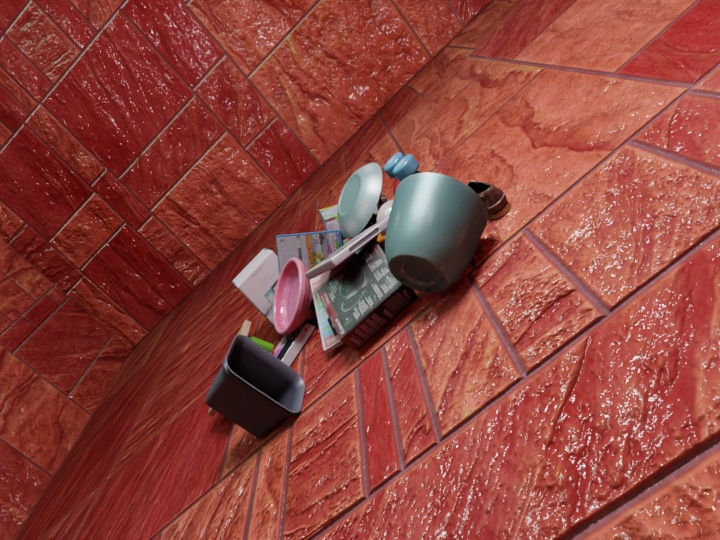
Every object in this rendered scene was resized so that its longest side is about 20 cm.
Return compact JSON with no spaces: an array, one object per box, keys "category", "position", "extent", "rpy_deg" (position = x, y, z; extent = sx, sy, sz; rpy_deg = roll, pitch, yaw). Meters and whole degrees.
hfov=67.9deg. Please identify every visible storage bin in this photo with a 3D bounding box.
[{"category":"storage bin","position":[-0.240,0.262,1.185],"extent":[0.135,0.198,0.147],"rpy_deg":[-45,17,22]}]

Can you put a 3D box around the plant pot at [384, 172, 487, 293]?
[{"category":"plant pot","position":[0.134,-0.059,1.043],"extent":[0.198,0.199,0.165],"rpy_deg":[-17,42,52]}]

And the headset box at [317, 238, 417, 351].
[{"category":"headset box","position":[0.004,0.058,1.157],"extent":[0.199,0.077,0.150],"rpy_deg":[-43,47,10]}]

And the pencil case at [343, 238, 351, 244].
[{"category":"pencil case","position":[-0.076,-0.020,1.529],"extent":[0.197,0.089,0.089],"rpy_deg":[-32,22,18]}]

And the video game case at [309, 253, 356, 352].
[{"category":"video game case","position":[-0.046,0.071,1.253],"extent":[0.141,0.017,0.205],"rpy_deg":[-32,52,20]}]

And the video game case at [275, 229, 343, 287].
[{"category":"video game case","position":[-0.138,-0.032,1.492],"extent":[0.193,0.149,0.018],"rpy_deg":[-4,6,15]}]

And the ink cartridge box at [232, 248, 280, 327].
[{"category":"ink cartridge box","position":[-0.259,0.061,1.598],"extent":[0.146,0.201,0.146],"rpy_deg":[-45,19,-11]}]

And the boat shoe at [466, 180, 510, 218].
[{"category":"boat shoe","position":[0.260,-0.168,1.178],"extent":[0.071,0.070,0.200],"rpy_deg":[-46,18,-3]}]

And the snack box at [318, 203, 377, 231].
[{"category":"snack box","position":[-0.023,-0.174,1.666],"extent":[0.194,0.070,0.169],"rpy_deg":[-19,19,-4]}]

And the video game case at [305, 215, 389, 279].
[{"category":"video game case","position":[-0.027,-0.049,1.221],"extent":[0.180,0.022,0.199],"rpy_deg":[-37,6,-23]}]

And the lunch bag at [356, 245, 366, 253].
[{"category":"lunch bag","position":[0.000,0.000,1.368],"extent":[0.161,0.082,0.201],"rpy_deg":[-45,18,9]}]

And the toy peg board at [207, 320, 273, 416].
[{"category":"toy peg board","position":[-0.313,0.275,1.420],"extent":[0.200,0.095,0.204],"rpy_deg":[130,156,-52]}]

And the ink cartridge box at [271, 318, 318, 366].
[{"category":"ink cartridge box","position":[-0.184,0.197,1.423],"extent":[0.094,0.037,0.202],"rpy_deg":[-18,32,55]}]

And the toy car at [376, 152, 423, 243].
[{"category":"toy car","position":[0.097,-0.144,1.296],"extent":[0.200,0.184,0.177],"rpy_deg":[-45,19,2]}]

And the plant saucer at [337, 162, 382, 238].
[{"category":"plant saucer","position":[-0.015,-0.185,1.361],"extent":[0.201,0.038,0.206],"rpy_deg":[-42,37,43]}]

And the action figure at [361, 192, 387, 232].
[{"category":"action figure","position":[0.021,-0.156,1.428],"extent":[0.117,0.103,0.201],"rpy_deg":[-33,10,17]}]

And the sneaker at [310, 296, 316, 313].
[{"category":"sneaker","position":[-0.098,0.070,1.442],"extent":[0.083,0.072,0.199],"rpy_deg":[-46,19,-13]}]

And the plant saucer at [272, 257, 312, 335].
[{"category":"plant saucer","position":[-0.179,0.071,1.430],"extent":[0.200,0.049,0.207],"rpy_deg":[-37,47,53]}]
